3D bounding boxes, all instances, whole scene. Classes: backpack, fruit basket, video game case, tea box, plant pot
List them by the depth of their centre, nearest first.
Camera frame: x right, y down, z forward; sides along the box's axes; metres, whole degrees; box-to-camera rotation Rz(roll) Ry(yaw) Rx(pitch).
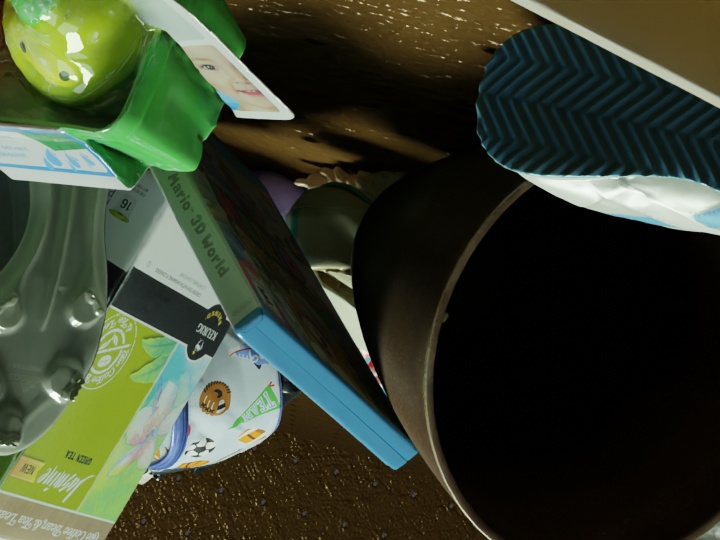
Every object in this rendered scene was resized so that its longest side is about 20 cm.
[{"bbox_3d":[-0.146,-0.104,0.691,0.184,0.095,0.199,7,165,38],"label":"fruit basket"},{"bbox_3d":[-0.050,-0.010,0.866,0.143,0.018,0.201,45,-170,-48],"label":"video game case"},{"bbox_3d":[0.073,0.017,0.867,0.185,0.189,0.200,19,-176,-26],"label":"plant pot"},{"bbox_3d":[-0.191,0.012,0.970,0.199,0.198,0.134,29,178,23],"label":"tea box"},{"bbox_3d":[-0.124,0.034,1.108,0.153,0.202,0.190,-18,-179,-33],"label":"backpack"}]

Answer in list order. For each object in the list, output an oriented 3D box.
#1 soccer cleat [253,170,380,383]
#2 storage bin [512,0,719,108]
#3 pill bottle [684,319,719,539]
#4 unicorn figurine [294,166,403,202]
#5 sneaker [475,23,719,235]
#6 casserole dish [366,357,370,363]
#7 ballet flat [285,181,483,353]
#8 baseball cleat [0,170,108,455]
[{"bbox_3d":[0.000,0.000,1.139,0.200,0.076,0.067,51,174,-31],"label":"soccer cleat"},{"bbox_3d":[0.135,-0.086,0.349,0.199,0.095,0.198,21,169,-34],"label":"storage bin"},{"bbox_3d":[0.205,0.081,0.890,0.111,0.202,0.112,14,171,2],"label":"pill bottle"},{"bbox_3d":[0.061,0.006,1.054,0.199,0.075,0.137,27,155,-32],"label":"unicorn figurine"},{"bbox_3d":[0.145,-0.045,0.672,0.198,0.077,0.081,17,-179,26],"label":"sneaker"},{"bbox_3d":[-0.008,0.046,1.246,0.200,0.039,0.121,45,148,-13],"label":"casserole dish"},{"bbox_3d":[0.036,0.033,0.997,0.199,0.070,0.069,35,164,-18],"label":"ballet flat"},{"bbox_3d":[-0.155,-0.020,0.864,0.069,0.202,0.106,14,-178,-33],"label":"baseball cleat"}]
